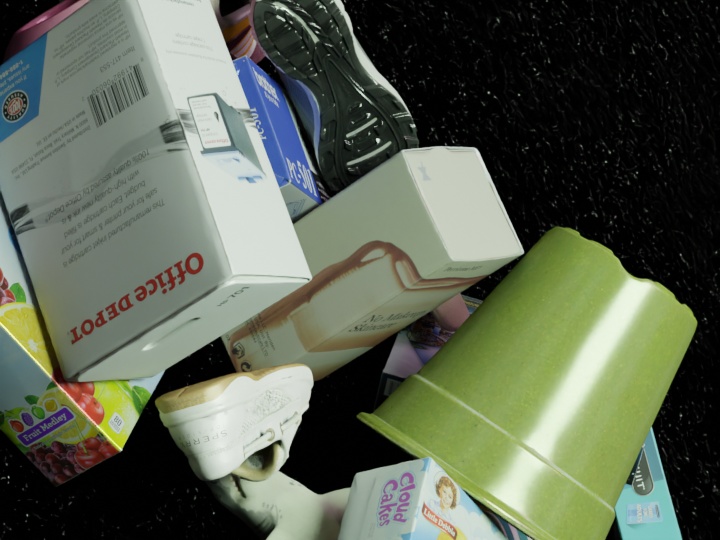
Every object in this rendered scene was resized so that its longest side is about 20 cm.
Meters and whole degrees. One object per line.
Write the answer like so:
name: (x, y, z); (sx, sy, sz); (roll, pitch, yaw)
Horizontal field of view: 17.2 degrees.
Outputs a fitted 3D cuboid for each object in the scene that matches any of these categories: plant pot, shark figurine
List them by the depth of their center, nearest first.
shark figurine: (-0.032, 0.222, 1.552); (0.127, 0.090, 0.215); (-1, 51, -17)
plant pot: (0.130, 0.079, 1.629); (0.200, 0.190, 0.200); (33, -4, 2)

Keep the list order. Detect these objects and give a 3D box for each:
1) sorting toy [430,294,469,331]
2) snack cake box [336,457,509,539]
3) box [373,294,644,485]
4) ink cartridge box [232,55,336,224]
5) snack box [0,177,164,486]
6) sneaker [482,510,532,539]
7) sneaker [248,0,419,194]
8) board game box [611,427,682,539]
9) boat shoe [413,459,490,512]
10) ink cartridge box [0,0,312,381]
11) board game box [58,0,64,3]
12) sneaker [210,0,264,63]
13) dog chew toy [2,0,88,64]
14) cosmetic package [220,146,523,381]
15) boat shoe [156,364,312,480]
sorting toy: (0.027, -0.065, 1.806); (0.186, 0.036, 0.200); (56, 9, -21)
snack cake box: (0.065, 0.228, 1.537); (0.200, 0.067, 0.115); (47, 43, -31)
box: (0.121, 0.083, 1.783); (0.199, 0.038, 0.137); (16, 31, 6)
ink cartridge box: (-0.057, -0.077, 1.647); (0.200, 0.044, 0.094); (34, 35, -75)
snack box: (-0.206, 0.005, 1.486); (0.200, 0.068, 0.169); (50, 34, -17)
sneaker: (0.095, 0.210, 1.754); (0.199, 0.070, 0.094); (34, 22, -32)
sneaker: (-0.018, -0.132, 1.648); (0.201, 0.074, 0.079); (63, 1, -30)
board game box: (0.216, 0.167, 1.890); (0.151, 0.047, 0.201); (71, 6, -64)
boat shoe: (0.103, 0.143, 1.808); (0.200, 0.071, 0.070); (14, 42, -49)
ink cartridge box: (-0.135, -0.052, 1.430); (0.086, 0.146, 0.201); (0, 64, -56)
board game box: (-0.154, -0.205, 1.768); (0.200, 0.023, 0.105); (-6, 69, -56)
sneaker: (-0.094, -0.189, 1.711); (0.075, 0.090, 0.200); (44, 24, 0)
dog chew toy: (-0.154, -0.087, 1.591); (0.201, 0.124, 0.125); (61, 31, -13)
cosmetic package: (0.000, 0.000, 1.648); (0.103, 0.200, 0.088); (-5, 66, -54)
boat shoe: (-0.076, 0.103, 1.535); (0.200, 0.070, 0.070); (-8, 81, -72)
